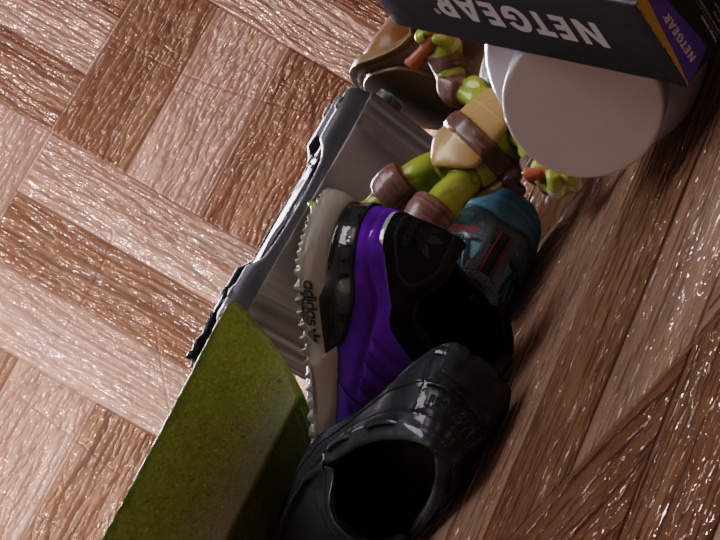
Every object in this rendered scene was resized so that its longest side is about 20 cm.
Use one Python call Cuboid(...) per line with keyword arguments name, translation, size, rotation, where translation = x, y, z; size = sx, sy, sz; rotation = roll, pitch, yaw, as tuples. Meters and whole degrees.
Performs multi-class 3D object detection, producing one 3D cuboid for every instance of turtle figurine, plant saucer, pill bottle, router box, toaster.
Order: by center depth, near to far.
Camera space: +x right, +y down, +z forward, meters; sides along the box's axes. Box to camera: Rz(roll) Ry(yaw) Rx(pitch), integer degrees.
Cuboid(name="router box", translation=(0.110, -0.167, 1.296), size=(0.200, 0.052, 0.157), rotation=(17, 62, 50))
Cuboid(name="pill bottle", translation=(0.115, -0.120, 1.393), size=(0.104, 0.104, 0.200), rotation=(-58, 6, 29))
Cuboid(name="plant saucer", translation=(-0.061, 0.154, 1.533), size=(0.200, 0.048, 0.200), rotation=(-63, -29, -32))
Cuboid(name="turtle figurine", translation=(0.051, -0.065, 1.538), size=(0.161, 0.064, 0.200), rotation=(-41, 45, -1))
Cuboid(name="toaster", translation=(0.000, 0.000, 1.743), size=(0.200, 0.129, 0.114), rotation=(-60, 4, -5))

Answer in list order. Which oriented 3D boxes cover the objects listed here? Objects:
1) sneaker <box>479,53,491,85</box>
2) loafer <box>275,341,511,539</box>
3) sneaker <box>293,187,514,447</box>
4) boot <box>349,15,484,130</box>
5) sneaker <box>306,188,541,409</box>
Cuboid(name="sneaker", translation=(0.113, -0.121, 1.678), size=(0.200, 0.076, 0.081), rotation=(-55, -8, -54))
Cuboid(name="loafer", translation=(0.004, 0.105, 1.433), size=(0.070, 0.068, 0.201), rotation=(-52, 2, -39))
Cuboid(name="sneaker", translation=(0.028, 0.050, 1.475), size=(0.200, 0.099, 0.070), rotation=(80, -154, -45))
Cuboid(name="boot", translation=(0.067, -0.176, 1.746), size=(0.155, 0.074, 0.200), rotation=(-64, 7, -22))
Cuboid(name="sneaker", translation=(0.021, 0.041, 1.592), size=(0.200, 0.079, 0.096), rotation=(-57, 8, 35))
